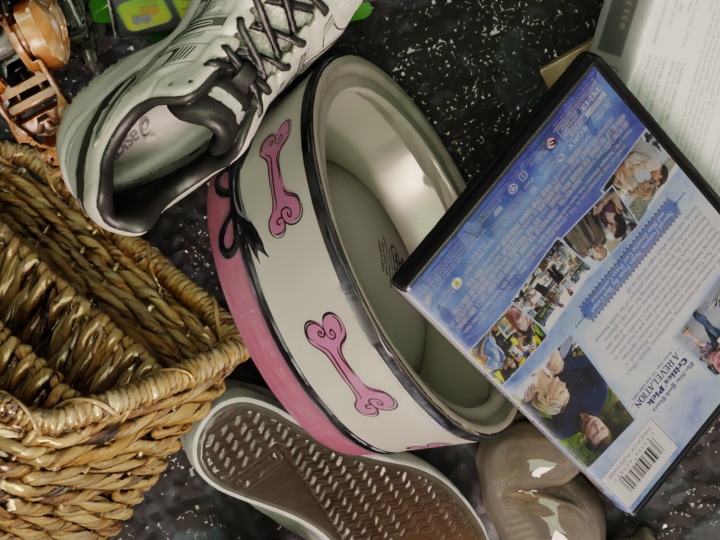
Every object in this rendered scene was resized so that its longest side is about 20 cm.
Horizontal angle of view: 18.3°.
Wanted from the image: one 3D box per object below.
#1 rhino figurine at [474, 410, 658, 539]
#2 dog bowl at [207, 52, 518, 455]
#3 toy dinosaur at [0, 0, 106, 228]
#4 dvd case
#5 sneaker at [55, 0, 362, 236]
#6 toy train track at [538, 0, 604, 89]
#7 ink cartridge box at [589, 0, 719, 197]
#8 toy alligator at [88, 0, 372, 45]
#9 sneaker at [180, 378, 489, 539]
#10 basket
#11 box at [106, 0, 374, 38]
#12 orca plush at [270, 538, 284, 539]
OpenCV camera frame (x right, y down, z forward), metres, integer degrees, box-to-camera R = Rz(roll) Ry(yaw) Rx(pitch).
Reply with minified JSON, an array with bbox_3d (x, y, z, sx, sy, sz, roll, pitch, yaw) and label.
[{"bbox_3d":[0.115,0.160,1.177,0.087,0.060,0.201,-11,101,8],"label":"rhino figurine"},{"bbox_3d":[0.000,0.000,1.092,0.074,0.200,0.201,-24,99,22],"label":"dog bowl"},{"bbox_3d":[-0.179,-0.115,1.094,0.102,0.136,0.201,-6,99,0],"label":"toy dinosaur"},{"bbox_3d":[0.120,0.010,1.076,0.143,0.018,0.200,-50,123,-7],"label":"dvd case"},{"bbox_3d":[-0.055,-0.092,1.027,0.076,0.088,0.200,37,103,-27],"label":"sneaker"},{"bbox_3d":[0.161,-0.085,1.156,0.114,0.033,0.201,-28,104,-3],"label":"toy train track"},{"bbox_3d":[0.200,-0.070,1.136,0.199,0.057,0.163,11,100,-33],"label":"ink cartridge box"},{"bbox_3d":[-0.039,-0.129,1.138,0.199,0.059,0.054,-9,135,-15],"label":"toy alligator"},{"bbox_3d":[-0.015,0.109,1.171,0.200,0.085,0.073,36,88,-27],"label":"sneaker"},{"bbox_3d":[-0.181,0.026,1.077,0.200,0.143,0.149,41,98,30],"label":"basket"},{"bbox_3d":[-0.030,-0.180,1.099,0.199,0.035,0.110,-9,58,-3],"label":"box"},{"bbox_3d":[-0.048,0.223,1.164,0.071,0.105,0.201,11,110,-21],"label":"orca plush"}]
